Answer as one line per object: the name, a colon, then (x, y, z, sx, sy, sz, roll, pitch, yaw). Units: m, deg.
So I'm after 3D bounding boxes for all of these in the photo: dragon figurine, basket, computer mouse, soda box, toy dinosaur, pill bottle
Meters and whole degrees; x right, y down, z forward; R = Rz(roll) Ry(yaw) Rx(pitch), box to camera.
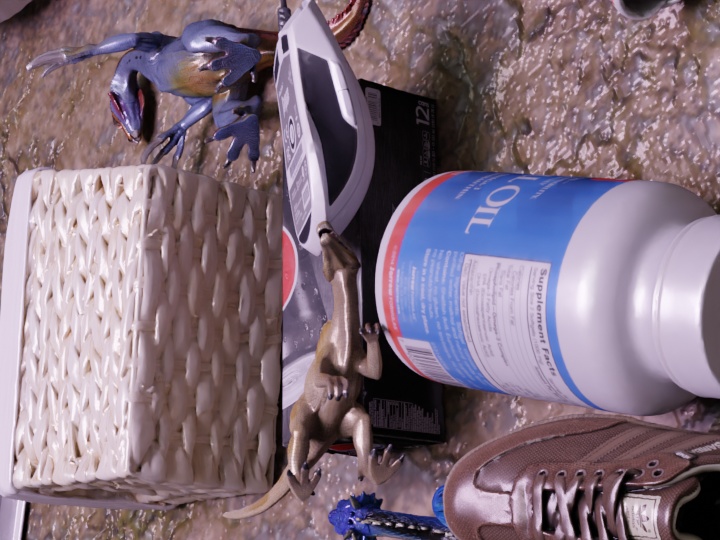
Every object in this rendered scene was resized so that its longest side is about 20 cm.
dragon figurine: (0.070, 0.135, 1.008, 0.200, 0.099, 0.059, -11, 74, 45)
basket: (-0.127, 0.041, 1.219, 0.123, 0.135, 0.200, -5, 78, 42)
computer mouse: (-0.021, -0.105, 1.097, 0.110, 0.044, 0.200, 127, 137, -71)
soda box: (0.000, 0.000, 1.141, 0.071, 0.063, 0.200, -14, 71, 45)
toy dinosaur: (-0.099, -0.117, 1.290, 0.181, 0.200, 0.105, -135, 25, -66)
pill bottle: (0.111, 0.010, 0.983, 0.200, 0.112, 0.113, 6, 86, 47)
toy dinosaur: (-0.018, 0.076, 1.066, 0.101, 0.058, 0.200, -110, 33, -57)

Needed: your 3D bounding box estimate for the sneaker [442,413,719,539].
sneaker: (0.126, 0.100, 0.917, 0.200, 0.076, 0.071, -5, 88, 19)

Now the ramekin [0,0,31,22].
ramekin: (-0.297, -0.257, 1.438, 0.202, 0.094, 0.203, -2, 74, 8)

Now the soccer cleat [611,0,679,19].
soccer cleat: (0.127, -0.168, 1.033, 0.200, 0.069, 0.085, 7, 71, 43)

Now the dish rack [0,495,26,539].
dish rack: (-0.300, 0.170, 1.443, 0.171, 0.043, 0.200, 0, 80, 48)
